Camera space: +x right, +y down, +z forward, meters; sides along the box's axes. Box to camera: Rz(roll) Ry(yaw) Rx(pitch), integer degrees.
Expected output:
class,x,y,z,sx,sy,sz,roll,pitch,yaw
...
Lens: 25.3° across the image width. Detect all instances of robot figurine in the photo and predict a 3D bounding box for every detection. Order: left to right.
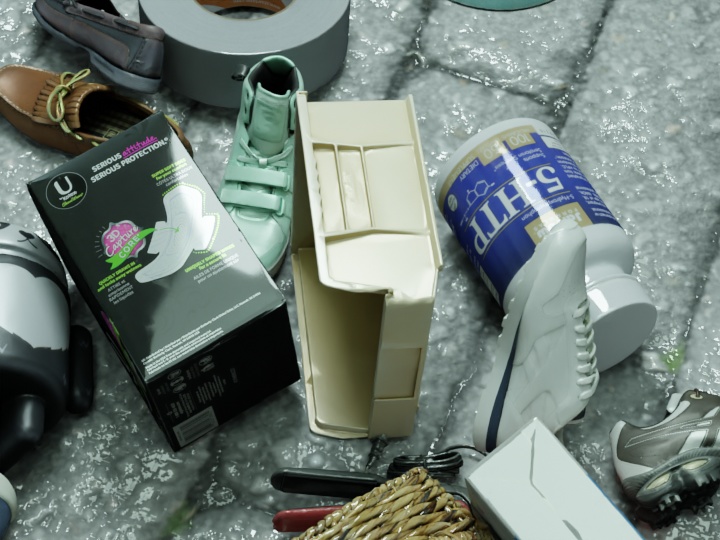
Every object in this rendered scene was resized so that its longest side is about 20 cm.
class,x,y,z,sx,sy,sz,roll,pitch,yaw
robot figurine,-0.286,0.056,1.247,0.124,0.151,0.201,-10,51,4

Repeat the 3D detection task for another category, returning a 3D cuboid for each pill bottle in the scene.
class,x,y,z,sx,sy,sz,roll,pitch,yaw
pill bottle,0.156,-0.017,1.323,0.119,0.120,0.201,-21,56,-17

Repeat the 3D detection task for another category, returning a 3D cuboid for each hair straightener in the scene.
class,x,y,z,sx,sy,sz,roll,pitch,yaw
hair straightener,0.028,0.156,1.235,0.198,0.041,0.078,-4,58,-5

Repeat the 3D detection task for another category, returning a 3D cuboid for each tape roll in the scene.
class,x,y,z,sx,sy,sz,roll,pitch,yaw
tape roll,-0.108,-0.242,1.502,0.198,0.066,0.201,2,46,-2

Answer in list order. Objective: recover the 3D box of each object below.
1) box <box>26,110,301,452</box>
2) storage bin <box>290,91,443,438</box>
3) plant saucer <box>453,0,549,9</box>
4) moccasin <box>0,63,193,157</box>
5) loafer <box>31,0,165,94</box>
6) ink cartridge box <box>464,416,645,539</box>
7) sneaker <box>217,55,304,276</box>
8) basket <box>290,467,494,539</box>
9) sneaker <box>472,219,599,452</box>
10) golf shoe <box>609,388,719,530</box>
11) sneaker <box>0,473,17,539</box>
class,x,y,z,sx,sy,sz,roll,pitch,yaw
box,-0.151,0.010,1.255,0.124,0.149,0.201,-29,65,-12
storage bin,0.000,0.000,1.256,0.093,0.201,0.200,-3,53,-7
plant saucer,0.136,-0.346,1.620,0.198,0.036,0.201,1,53,-1
moccasin,-0.242,-0.138,1.423,0.200,0.078,0.074,29,60,18
loafer,-0.235,-0.227,1.472,0.071,0.063,0.200,4,26,-43
ink cartridge box,0.137,0.186,1.129,0.067,0.200,0.116,-39,71,-7
sneaker,-0.091,-0.091,1.370,0.073,0.119,0.202,7,54,1
basket,0.016,0.252,1.103,0.199,0.143,0.149,-31,59,-22
sneaker,0.149,0.059,1.219,0.080,0.202,0.076,21,24,22
golf shoe,0.288,0.123,1.251,0.198,0.078,0.095,-17,55,-16
sneaker,-0.358,0.181,1.177,0.198,0.075,0.085,5,47,9
